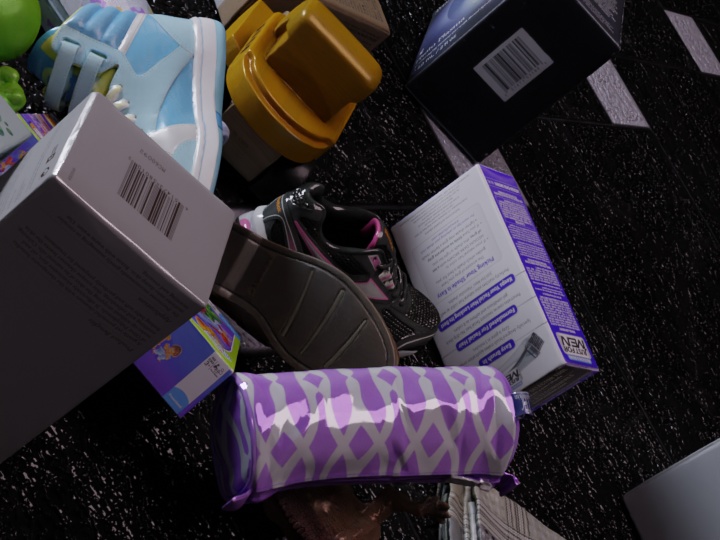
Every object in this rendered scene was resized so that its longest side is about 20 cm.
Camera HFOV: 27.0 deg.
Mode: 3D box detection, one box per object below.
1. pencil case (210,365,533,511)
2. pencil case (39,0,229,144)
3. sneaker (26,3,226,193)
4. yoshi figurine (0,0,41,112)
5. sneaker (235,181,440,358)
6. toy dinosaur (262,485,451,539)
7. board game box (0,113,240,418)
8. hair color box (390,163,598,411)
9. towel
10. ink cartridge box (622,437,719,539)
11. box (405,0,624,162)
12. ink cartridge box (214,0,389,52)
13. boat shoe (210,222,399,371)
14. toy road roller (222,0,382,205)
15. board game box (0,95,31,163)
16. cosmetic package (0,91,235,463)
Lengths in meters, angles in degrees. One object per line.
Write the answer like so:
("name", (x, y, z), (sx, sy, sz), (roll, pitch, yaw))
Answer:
("pencil case", (0.004, 0.104, 0.944), (0.198, 0.084, 0.086), (1, 69, -21))
("pencil case", (-0.177, -0.155, 1.094), (0.201, 0.083, 0.091), (57, 16, 5))
("sneaker", (-0.158, -0.093, 0.982), (0.129, 0.080, 0.201), (11, 49, -16))
("yoshi figurine", (-0.253, -0.139, 0.922), (0.111, 0.113, 0.201), (23, 28, -13))
("sneaker", (0.000, 0.000, 1.184), (0.199, 0.086, 0.081), (30, 39, -37))
("toy dinosaur", (-0.034, 0.155, 0.985), (0.201, 0.086, 0.135), (53, 36, 9))
("board game box", (-0.158, -0.008, 0.952), (0.200, 0.045, 0.134), (50, 2, -7))
("hair color box", (0.113, 0.023, 1.299), (0.065, 0.109, 0.201), (14, 48, -50))
("towel", (0.133, 0.257, 1.160), (0.199, 0.034, 0.194), (36, 34, -27))
("ink cartridge box", (0.374, 0.243, 1.408), (0.199, 0.144, 0.146), (9, 51, -51))
("box", (0.166, -0.252, 1.571), (0.123, 0.200, 0.199), (44, 30, -14))
("ink cartridge box", (-0.074, -0.299, 1.399), (0.164, 0.075, 0.201), (14, 48, -46))
("boat shoe", (-0.048, 0.022, 1.046), (0.199, 0.072, 0.068), (37, -5, 22))
("toy road roller", (-0.049, -0.158, 1.217), (0.123, 0.146, 0.200), (46, 31, -14))
("board game box", (-0.278, -0.024, 0.749), (0.064, 0.147, 0.200), (51, 29, -5))
("cosmetic package", (-0.175, 0.013, 0.804), (0.108, 0.199, 0.085), (43, 33, -23))
